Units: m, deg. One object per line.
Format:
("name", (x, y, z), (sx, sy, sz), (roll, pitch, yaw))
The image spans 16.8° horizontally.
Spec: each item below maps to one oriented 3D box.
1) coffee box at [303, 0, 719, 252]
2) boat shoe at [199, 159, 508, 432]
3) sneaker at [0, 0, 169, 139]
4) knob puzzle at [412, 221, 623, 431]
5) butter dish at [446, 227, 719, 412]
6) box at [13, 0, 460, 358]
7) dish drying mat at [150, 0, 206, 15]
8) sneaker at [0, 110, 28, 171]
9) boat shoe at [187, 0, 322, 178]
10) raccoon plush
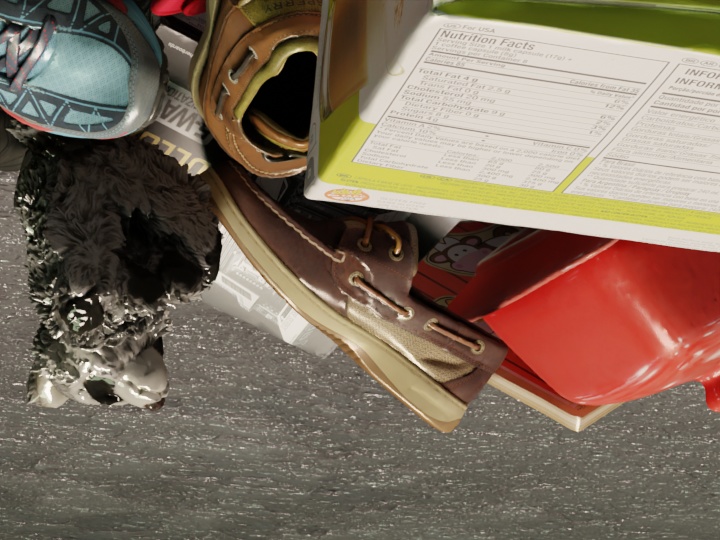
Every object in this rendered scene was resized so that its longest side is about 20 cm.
("coffee box", (0.101, -0.136, 0.916), (0.199, 0.200, 0.198), (7, 162, -11))
("boat shoe", (0.000, 0.000, 1.263), (0.200, 0.072, 0.072), (43, -177, -23))
("sneaker", (-0.183, -0.109, 1.088), (0.200, 0.079, 0.096), (27, -157, 10))
("knob puzzle", (0.109, 0.007, 1.478), (0.219, 0.220, 0.031), (3, 123, -2))
("butter dish", (0.174, 0.011, 1.348), (0.200, 0.148, 0.199), (-36, -177, -30))
("box", (-0.058, -0.052, 1.285), (0.200, 0.050, 0.158), (27, 130, -22))
("dish drying mat", (-0.020, -0.159, 1.114), (0.077, 0.018, 0.200), (-22, 177, -36))
("sneaker", (-0.263, -0.075, 1.336), (0.199, 0.076, 0.091), (-14, 179, 22))
("boat shoe", (-0.040, -0.081, 1.129), (0.072, 0.068, 0.200), (-15, 158, -4))
("raccoon plush", (-0.141, -0.025, 1.234), (0.097, 0.201, 0.134), (-9, 162, -27))
